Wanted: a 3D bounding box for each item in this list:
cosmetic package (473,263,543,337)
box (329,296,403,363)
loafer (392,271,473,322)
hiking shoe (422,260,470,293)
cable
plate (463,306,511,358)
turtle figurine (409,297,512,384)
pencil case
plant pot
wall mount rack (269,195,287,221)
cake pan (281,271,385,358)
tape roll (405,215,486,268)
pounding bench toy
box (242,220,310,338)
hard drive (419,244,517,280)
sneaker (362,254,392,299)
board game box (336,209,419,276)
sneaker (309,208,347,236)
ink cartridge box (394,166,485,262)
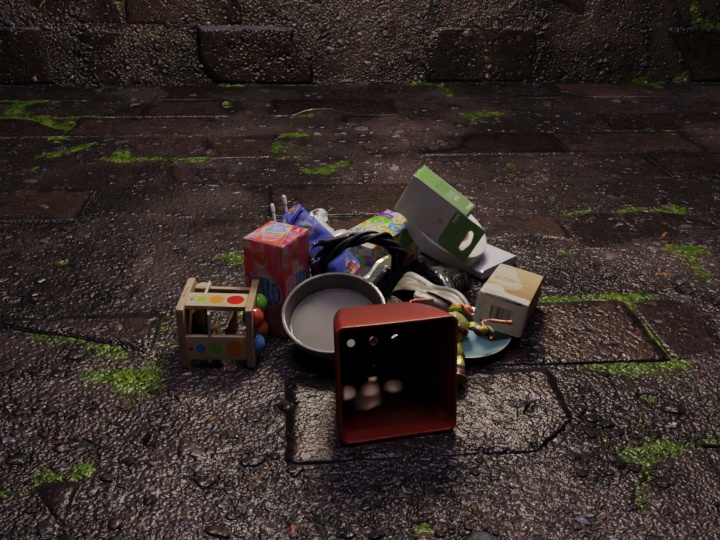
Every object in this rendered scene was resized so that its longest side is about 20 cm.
[{"bbox_3d":[0.303,0.057,1.588,0.104,0.072,0.200,17,22,15],"label":"cosmetic package"},{"bbox_3d":[0.020,0.121,1.511,0.199,0.033,0.121,-25,35,-24],"label":"box"},{"bbox_3d":[0.141,0.069,1.560,0.069,0.076,0.199,-33,37,-29],"label":"loafer"},{"bbox_3d":[0.193,0.023,1.676,0.099,0.077,0.200,1,18,-7],"label":"hiking shoe"},{"bbox_3d":[0.000,0.000,1.553,0.198,0.165,0.051,-13,19,2],"label":"cable"},{"bbox_3d":[0.197,0.127,1.540,0.197,0.026,0.201,1,26,-1],"label":"plate"},{"bbox_3d":[0.177,0.122,1.429,0.198,0.065,0.163,12,62,2],"label":"turtle figurine"},{"bbox_3d":[-0.088,-0.042,1.608,0.087,0.200,0.078,-52,14,-24],"label":"pencil case"},{"bbox_3d":[0.041,0.150,1.318,0.197,0.202,0.176,-5,18,-13],"label":"plant pot"},{"bbox_3d":[-0.143,-0.074,1.740,0.075,0.174,0.200,-51,12,-17],"label":"wall mount rack"},{"bbox_3d":[-0.049,0.087,1.475,0.198,0.037,0.202,-2,46,2],"label":"cake pan"},{"bbox_3d":[0.199,-0.092,1.806,0.201,0.037,0.204,19,41,-17],"label":"tape roll"},{"bbox_3d":[-0.254,0.081,1.503,0.154,0.126,0.201,1,26,-1],"label":"pounding bench toy"},{"bbox_3d":[-0.162,0.017,1.548,0.094,0.202,0.103,13,28,24],"label":"box"},{"bbox_3d":[0.256,-0.040,1.872,0.131,0.026,0.199,-22,34,-37],"label":"hard drive"},{"bbox_3d":[0.046,0.035,1.673,0.089,0.068,0.199,20,39,38],"label":"sneaker"},{"bbox_3d":[0.042,-0.052,1.801,0.102,0.106,0.199,20,33,32],"label":"board game box"},{"bbox_3d":[-0.081,-0.084,1.901,0.113,0.076,0.201,7,32,10],"label":"sneaker"},{"bbox_3d":[0.183,-0.123,1.716,0.199,0.104,0.059,38,40,8],"label":"ink cartridge box"}]
